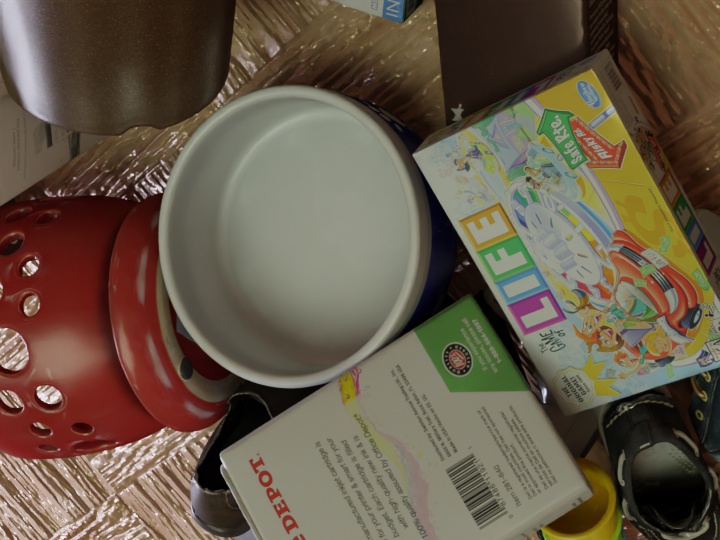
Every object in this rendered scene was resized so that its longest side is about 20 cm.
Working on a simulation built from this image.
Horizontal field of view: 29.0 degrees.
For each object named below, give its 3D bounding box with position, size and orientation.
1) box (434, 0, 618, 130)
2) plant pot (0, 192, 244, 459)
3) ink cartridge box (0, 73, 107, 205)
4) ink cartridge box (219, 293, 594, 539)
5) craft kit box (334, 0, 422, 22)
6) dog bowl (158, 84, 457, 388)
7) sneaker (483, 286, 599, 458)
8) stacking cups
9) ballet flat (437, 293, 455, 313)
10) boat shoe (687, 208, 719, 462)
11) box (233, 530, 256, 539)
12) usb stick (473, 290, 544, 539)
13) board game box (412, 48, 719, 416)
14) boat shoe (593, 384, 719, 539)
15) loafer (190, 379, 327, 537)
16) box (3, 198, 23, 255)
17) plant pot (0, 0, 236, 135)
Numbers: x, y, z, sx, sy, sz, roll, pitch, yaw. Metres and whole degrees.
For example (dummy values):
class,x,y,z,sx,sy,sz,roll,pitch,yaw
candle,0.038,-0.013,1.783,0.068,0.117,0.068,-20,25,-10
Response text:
class,x,y,z,sx,sy,sz,roll,pitch,yaw
box,0.108,-0.125,0.876,0.099,0.075,0.202,6,120,25
plant pot,-0.190,0.035,1.064,0.181,0.201,0.202,-10,114,23
ink cartridge box,-0.270,-0.128,0.997,0.144,0.200,0.086,19,121,17
ink cartridge box,0.031,0.134,0.912,0.199,0.084,0.146,-32,73,3
craft kit box,-0.043,-0.279,0.882,0.196,0.049,0.202,18,126,15
dog bowl,-0.036,-0.024,0.960,0.198,0.079,0.203,1,92,24
sneaker,0.135,0.051,0.977,0.115,0.074,0.202,26,120,16
stacking cups,0.172,0.206,1.008,0.060,0.061,0.201,6,149,25
ballet flat,0.000,0.000,1.028,0.200,0.046,0.067,43,129,-2
boat shoe,0.242,0.059,0.915,0.090,0.071,0.201,-29,105,34
box,-0.033,0.219,1.126,0.154,0.042,0.200,12,156,22
usb stick,0.115,0.110,1.028,0.032,0.056,0.202,-14,112,22
board game box,0.138,-0.017,0.856,0.134,0.034,0.201,-23,105,35
boat shoe,0.213,0.151,0.959,0.073,0.061,0.201,-21,132,5
loafer,-0.059,0.104,1.034,0.072,0.201,0.071,24,160,15
box,-0.405,-0.034,1.110,0.163,0.200,0.167,-3,119,47
plant pot,-0.155,-0.205,0.850,0.199,0.201,0.200,21,134,15
